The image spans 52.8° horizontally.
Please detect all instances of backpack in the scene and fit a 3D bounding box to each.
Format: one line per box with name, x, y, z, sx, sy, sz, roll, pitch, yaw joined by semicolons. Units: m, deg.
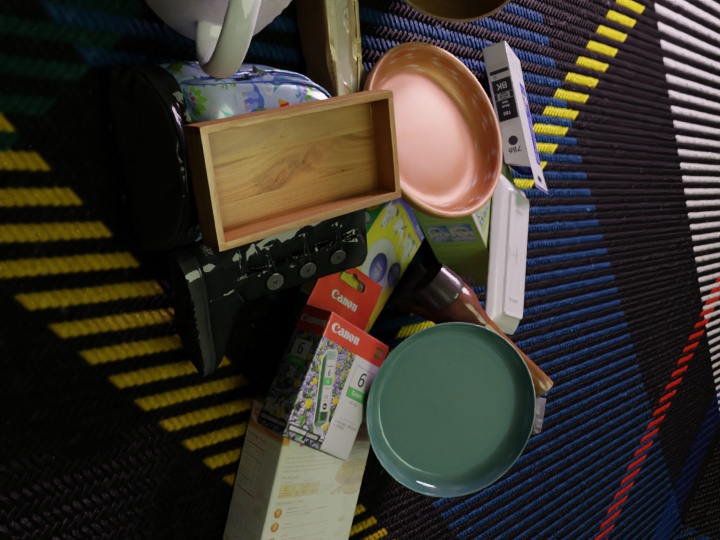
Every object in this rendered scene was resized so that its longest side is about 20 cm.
backpack;-0.113;-0.119;0.681;0.199;0.151;0.167;-26;115;-56

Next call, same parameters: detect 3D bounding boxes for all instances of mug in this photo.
mug;-0.099;-0.254;0.571;0.145;0.174;0.205;8;84;-27

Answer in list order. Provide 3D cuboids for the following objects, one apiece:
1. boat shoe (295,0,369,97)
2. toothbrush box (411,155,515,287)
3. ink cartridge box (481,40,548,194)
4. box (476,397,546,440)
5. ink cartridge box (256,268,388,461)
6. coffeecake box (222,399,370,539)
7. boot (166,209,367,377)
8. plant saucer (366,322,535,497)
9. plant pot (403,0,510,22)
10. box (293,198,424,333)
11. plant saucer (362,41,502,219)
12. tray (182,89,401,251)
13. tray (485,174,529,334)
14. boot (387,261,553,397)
boat shoe;-0.021;-0.209;0.788;0.068;0.073;0.205;-18;114;-37
toothbrush box;0.143;-0.096;0.973;0.201;0.085;0.147;57;44;-39
ink cartridge box;0.215;-0.203;1.005;0.099;0.038;0.205;5;72;-67
box;0.124;0.170;0.973;0.156;0.197;0.051;10;91;-49
ink cartridge box;-0.026;0.093;0.796;0.108;0.050;0.203;34;73;-43
coffeecake box;-0.074;0.263;0.875;0.152;0.072;0.205;11;94;-47
boot;-0.087;0.011;0.732;0.198;0.066;0.167;-26;147;-28
plant saucer;0.101;0.156;0.824;0.195;0.027;0.205;-1;99;-8
plant pot;0.130;-0.425;0.831;0.202;0.183;0.188;-62;139;-33
box;0.000;0.000;0.887;0.202;0.048;0.118;-57;144;-17
plant saucer;0.078;-0.154;0.814;0.197;0.037;0.205;9;73;-33
tray;-0.052;-0.093;0.636;0.197;0.037;0.101;-19;113;-34
tray;0.199;-0.021;0.962;0.107;0.022;0.205;16;77;-56
boot;0.135;0.076;0.920;0.200;0.188;0.069;44;70;-10
